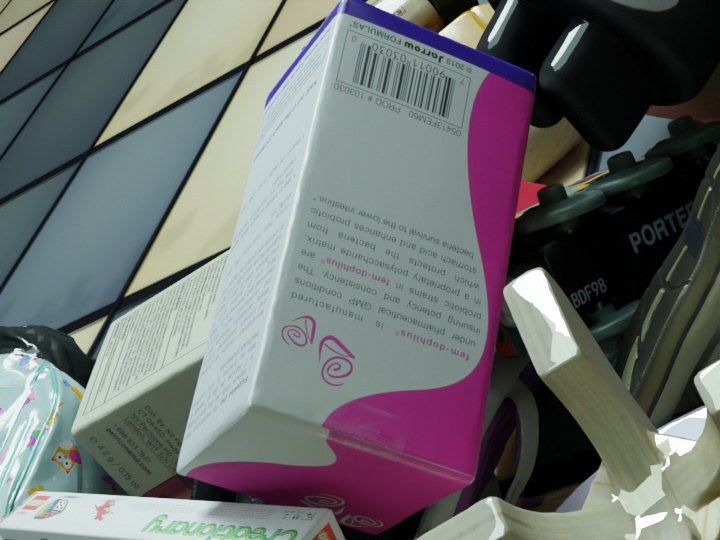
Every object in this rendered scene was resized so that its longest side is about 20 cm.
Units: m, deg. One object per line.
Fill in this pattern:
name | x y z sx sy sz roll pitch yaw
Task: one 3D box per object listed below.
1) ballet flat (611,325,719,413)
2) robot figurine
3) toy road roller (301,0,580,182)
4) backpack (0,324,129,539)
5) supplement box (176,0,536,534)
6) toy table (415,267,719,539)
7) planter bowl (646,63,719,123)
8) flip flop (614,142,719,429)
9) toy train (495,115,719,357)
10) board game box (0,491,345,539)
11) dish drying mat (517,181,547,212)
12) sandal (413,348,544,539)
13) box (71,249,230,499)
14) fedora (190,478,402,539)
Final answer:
ballet flat | 0.199 0.013 0.719 0.200 0.067 0.064 -41 50 2
robot figurine | 0.138 -0.159 0.759 0.200 0.150 0.125 -59 -2 -7
toy road roller | 0.067 -0.114 1.095 0.123 0.146 0.200 -40 61 -1
backpack | -0.208 0.147 0.967 0.127 0.167 0.200 -17 38 33
supplement box | 0.000 0.000 0.692 0.103 0.101 0.200 -43 30 57
toy table | 0.116 0.090 0.587 0.200 0.117 0.184 -41 44 7
planter bowl | 0.199 -0.166 0.906 0.200 0.135 0.200 -25 46 30
flip flop | 0.169 -0.014 0.657 0.081 0.058 0.200 -67 1 -72
toy train | 0.120 -0.013 0.791 0.200 0.085 0.114 -27 5 -37
board game box | -0.070 0.163 0.715 0.200 0.126 0.035 -5 26 42
dish drying mat | 0.048 -0.039 0.915 0.077 0.200 0.018 -84 5 -61
sandal | 0.069 0.095 0.770 0.050 0.083 0.203 19 47 12
box | -0.056 0.055 0.954 0.200 0.109 0.128 -30 24 20
fedora | -0.028 0.098 0.806 0.201 0.092 0.201 -170 90 -75
